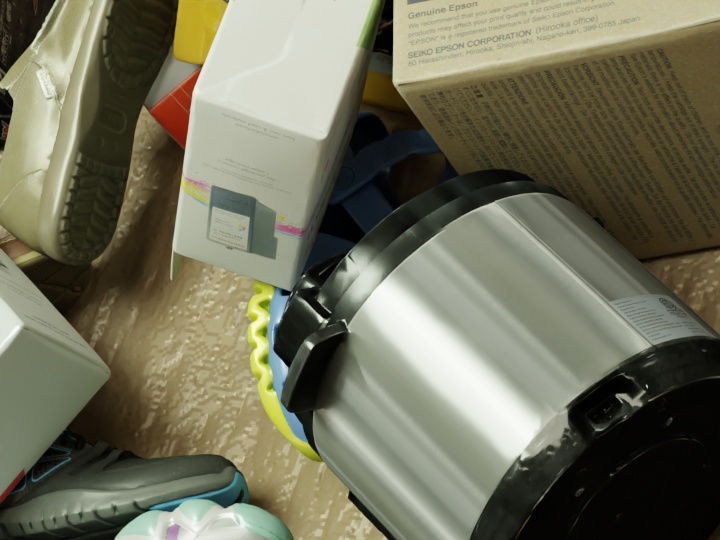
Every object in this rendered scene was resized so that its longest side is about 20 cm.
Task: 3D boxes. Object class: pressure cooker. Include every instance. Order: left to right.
[{"bbox_3d":[0.067,0.051,1.366,0.179,0.176,0.200,-42,58,-5],"label":"pressure cooker"}]

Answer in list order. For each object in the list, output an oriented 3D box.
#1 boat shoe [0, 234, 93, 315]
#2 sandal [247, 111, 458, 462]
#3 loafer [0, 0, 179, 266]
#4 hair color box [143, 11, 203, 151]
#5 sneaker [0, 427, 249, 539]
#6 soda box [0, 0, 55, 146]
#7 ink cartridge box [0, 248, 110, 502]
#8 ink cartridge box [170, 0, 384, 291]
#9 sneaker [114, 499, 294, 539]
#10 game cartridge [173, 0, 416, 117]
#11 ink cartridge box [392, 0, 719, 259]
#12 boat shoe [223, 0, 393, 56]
[{"bbox_3d":[-0.239,0.023,1.587,0.200,0.072,0.068,-29,57,12],"label":"boat shoe"},{"bbox_3d":[0.000,0.000,1.480,0.087,0.079,0.200,-6,63,30],"label":"sandal"},{"bbox_3d":[-0.149,-0.103,1.541,0.067,0.076,0.200,8,75,26],"label":"loafer"},{"bbox_3d":[-0.050,-0.167,1.606,0.200,0.061,0.102,-40,55,2],"label":"hair color box"},{"bbox_3d":[-0.151,0.107,1.499,0.200,0.073,0.082,-9,62,21],"label":"sneaker"},{"bbox_3d":[-0.214,-0.170,1.678,0.063,0.071,0.200,-8,61,20],"label":"soda box"},{"bbox_3d":[-0.246,0.035,1.492,0.145,0.083,0.200,-50,55,5],"label":"ink cartridge box"},{"bbox_3d":[-0.039,-0.071,1.419,0.067,0.200,0.117,19,63,2],"label":"ink cartridge box"},{"bbox_3d":[-0.117,0.200,1.418,0.200,0.078,0.140,-26,39,22],"label":"sneaker"},{"bbox_3d":[0.010,-0.166,1.492,0.200,0.176,0.032,13,27,9],"label":"game cartridge"},{"bbox_3d":[0.125,-0.082,1.394,0.165,0.200,0.075,-11,59,18],"label":"ink cartridge box"},{"bbox_3d":[0.010,-0.136,1.457,0.201,0.074,0.063,21,30,5],"label":"boat shoe"}]
